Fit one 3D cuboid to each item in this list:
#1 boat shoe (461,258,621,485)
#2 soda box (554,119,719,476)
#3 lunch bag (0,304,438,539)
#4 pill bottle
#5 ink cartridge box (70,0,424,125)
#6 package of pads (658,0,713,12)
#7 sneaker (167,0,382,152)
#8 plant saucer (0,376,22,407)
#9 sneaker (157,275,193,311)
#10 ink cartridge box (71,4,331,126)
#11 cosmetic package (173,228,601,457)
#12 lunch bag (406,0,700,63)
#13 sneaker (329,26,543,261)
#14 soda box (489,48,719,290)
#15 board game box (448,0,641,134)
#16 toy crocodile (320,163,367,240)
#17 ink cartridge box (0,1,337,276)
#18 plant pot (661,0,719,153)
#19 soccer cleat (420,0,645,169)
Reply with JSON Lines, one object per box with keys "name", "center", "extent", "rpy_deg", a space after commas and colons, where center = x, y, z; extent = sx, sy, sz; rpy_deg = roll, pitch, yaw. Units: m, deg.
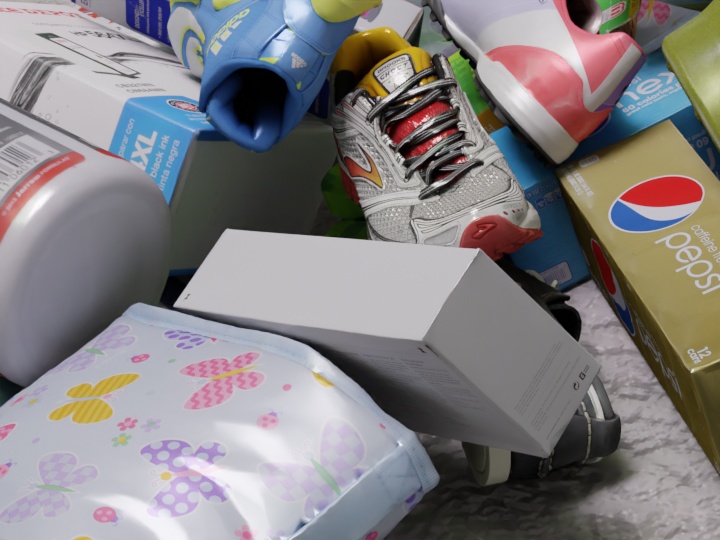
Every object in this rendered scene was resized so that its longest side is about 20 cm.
{"name": "boat shoe", "center": [0.068, 0.030, 1.103], "extent": [0.068, 0.072, 0.200], "rpy_deg": [-11, 31, -5]}
{"name": "soda box", "center": [0.152, 0.010, 1.069], "extent": [0.064, 0.068, 0.200], "rpy_deg": [-23, 30, -2]}
{"name": "lunch bag", "center": [-0.085, 0.113, 0.999], "extent": [0.170, 0.127, 0.200], "rpy_deg": [-38, 25, -28]}
{"name": "pill bottle", "center": [-0.196, -0.031, 1.139], "extent": [0.200, 0.116, 0.116], "rpy_deg": [27, 54, 33]}
{"name": "ink cartridge box", "center": [-0.064, -0.140, 1.266], "extent": [0.200, 0.095, 0.037], "rpy_deg": [24, 60, 10]}
{"name": "package of pads", "center": [0.220, -0.190, 1.196], "extent": [0.154, 0.068, 0.200], "rpy_deg": [-30, -21, 34]}
{"name": "sneaker", "center": [-0.062, -0.106, 1.161], "extent": [0.105, 0.076, 0.200], "rpy_deg": [-62, 15, -21]}
{"name": "plant saucer", "center": [-0.241, 0.107, 1.143], "extent": [0.200, 0.027, 0.200], "rpy_deg": [-36, 29, 24]}
{"name": "sneaker", "center": [-0.168, 0.029, 1.244], "extent": [0.199, 0.115, 0.081], "rpy_deg": [26, 14, 17]}
{"name": "ink cartridge box", "center": [-0.084, -0.131, 1.424], "extent": [0.200, 0.084, 0.176], "rpy_deg": [-8, 23, 23]}
{"name": "cosmetic package", "center": [0.007, 0.026, 1.014], "extent": [0.200, 0.083, 0.051], "rpy_deg": [6, 60, 57]}
{"name": "lunch bag", "center": [0.101, -0.201, 1.338], "extent": [0.200, 0.170, 0.127], "rpy_deg": [-15, 28, 10]}
{"name": "sneaker", "center": [0.023, -0.055, 1.107], "extent": [0.078, 0.082, 0.200], "rpy_deg": [-21, 27, -9]}
{"name": "soda box", "center": [0.150, -0.064, 1.193], "extent": [0.200, 0.064, 0.068], "rpy_deg": [-26, 30, -7]}
{"name": "board game box", "center": [0.077, -0.103, 1.277], "extent": [0.200, 0.030, 0.096], "rpy_deg": [-34, 23, 29]}
{"name": "toy crocodile", "center": [0.000, 0.000, 1.187], "extent": [0.062, 0.068, 0.200], "rpy_deg": [0, 37, 32]}
{"name": "ink cartridge box", "center": [-0.135, -0.073, 1.255], "extent": [0.200, 0.084, 0.146], "rpy_deg": [26, 16, 26]}
{"name": "plant pot", "center": [0.249, -0.096, 1.080], "extent": [0.193, 0.200, 0.200], "rpy_deg": [-30, 29, 10]}
{"name": "soccer cleat", "center": [0.082, -0.125, 1.193], "extent": [0.073, 0.068, 0.200], "rpy_deg": [-40, 33, 10]}
